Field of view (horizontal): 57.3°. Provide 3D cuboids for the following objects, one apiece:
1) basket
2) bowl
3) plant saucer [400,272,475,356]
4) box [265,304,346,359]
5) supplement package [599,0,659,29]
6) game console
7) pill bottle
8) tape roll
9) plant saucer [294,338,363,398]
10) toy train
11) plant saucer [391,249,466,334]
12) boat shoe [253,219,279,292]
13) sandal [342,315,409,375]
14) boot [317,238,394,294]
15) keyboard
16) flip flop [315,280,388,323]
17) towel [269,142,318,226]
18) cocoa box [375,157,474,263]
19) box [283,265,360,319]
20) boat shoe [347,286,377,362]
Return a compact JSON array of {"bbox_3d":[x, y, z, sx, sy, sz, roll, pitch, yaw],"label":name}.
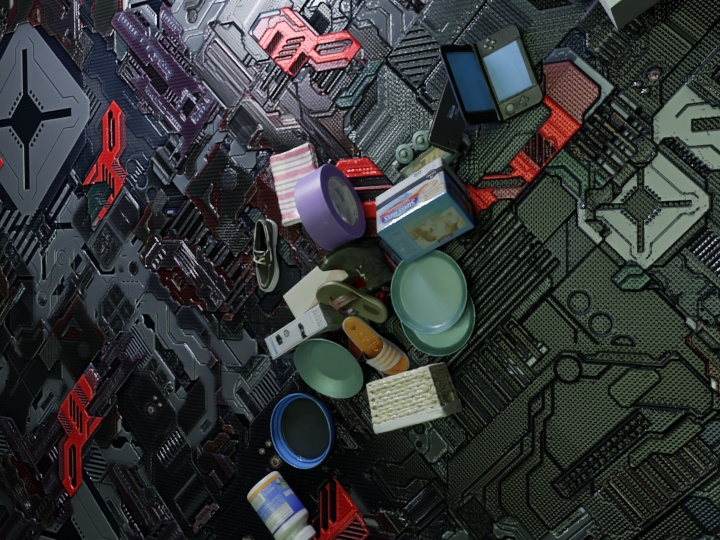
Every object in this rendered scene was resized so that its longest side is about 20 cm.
[{"bbox_3d":[0.128,0.308,1.604,0.197,0.135,0.126,-20,78,27],"label":"basket"},{"bbox_3d":[-0.157,0.438,1.808,0.197,0.039,0.205,1,91,28],"label":"bowl"},{"bbox_3d":[0.191,0.107,1.623,0.196,0.027,0.205,1,92,27],"label":"plant saucer"},{"bbox_3d":[-0.142,0.162,1.750,0.198,0.116,0.061,-33,74,23],"label":"box"},{"bbox_3d":[0.537,-0.643,1.350,0.151,0.150,0.203,-32,77,25],"label":"supplement package"},{"bbox_3d":[0.299,-0.449,1.501,0.168,0.118,0.204,-23,81,26],"label":"game console"},{"bbox_3d":[-0.212,0.665,1.803,0.200,0.112,0.112,47,111,18],"label":"pill bottle"},{"bbox_3d":[-0.075,-0.158,1.659,0.084,0.199,0.203,-25,80,25],"label":"tape roll"},{"bbox_3d":[-0.078,0.249,1.731,0.197,0.039,0.204,13,128,17],"label":"plant saucer"},{"bbox_3d":[0.173,-0.287,1.597,0.199,0.085,0.115,-36,89,21],"label":"toy train"},{"bbox_3d":[0.168,0.051,1.596,0.197,0.027,0.205,1,92,28],"label":"plant saucer"},{"bbox_3d":[-0.273,-0.041,1.843,0.069,0.063,0.205,-1,91,27],"label":"boat shoe"},{"bbox_3d":[0.032,0.201,1.655,0.206,0.059,0.079,40,109,-6],"label":"sandal"},{"bbox_3d":[0.000,0.000,1.632,0.132,0.198,0.068,60,140,17],"label":"boot"},{"bbox_3d":[0.235,-0.358,1.540,0.125,0.021,0.203,19,69,0],"label":"keyboard"},{"bbox_3d":[-0.027,0.086,1.636,0.197,0.058,0.082,22,134,17],"label":"flip flop"},{"bbox_3d":[-0.174,-0.233,1.806,0.144,0.030,0.204,-14,85,28],"label":"towel"},{"bbox_3d":[0.149,-0.137,1.554,0.198,0.133,0.133,-29,38,25],"label":"cocoa box"},{"bbox_3d":[-0.099,0.040,1.738,0.199,0.094,0.078,-40,74,24],"label":"box"},{"bbox_3d":[-0.003,0.141,1.707,0.070,0.062,0.204,14,99,24],"label":"boat shoe"}]
